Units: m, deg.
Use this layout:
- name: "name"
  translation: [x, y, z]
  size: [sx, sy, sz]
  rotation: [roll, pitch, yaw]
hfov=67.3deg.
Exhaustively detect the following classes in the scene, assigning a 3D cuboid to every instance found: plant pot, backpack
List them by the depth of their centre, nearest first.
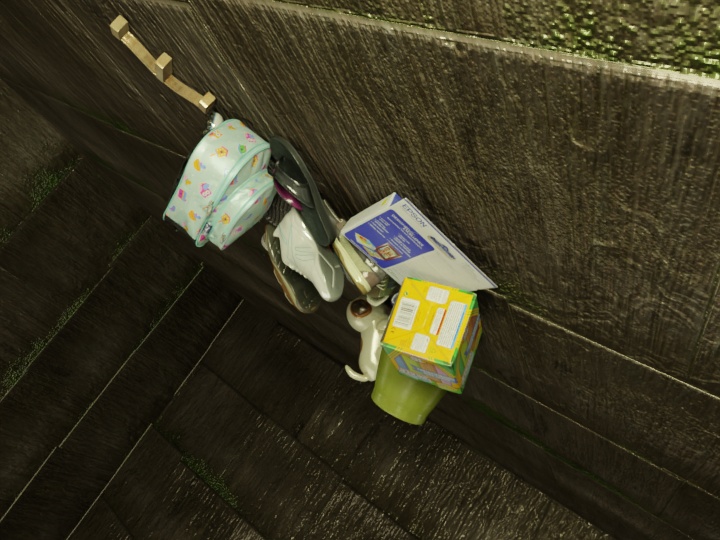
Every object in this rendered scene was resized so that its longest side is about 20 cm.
- name: "backpack"
  translation: [-0.230, -0.150, 0.935]
  size: [0.152, 0.176, 0.201]
  rotation: [33, 126, 4]
- name: "plant pot"
  translation: [0.119, 0.217, 1.171]
  size: [0.198, 0.195, 0.200]
  rotation: [24, -178, -1]

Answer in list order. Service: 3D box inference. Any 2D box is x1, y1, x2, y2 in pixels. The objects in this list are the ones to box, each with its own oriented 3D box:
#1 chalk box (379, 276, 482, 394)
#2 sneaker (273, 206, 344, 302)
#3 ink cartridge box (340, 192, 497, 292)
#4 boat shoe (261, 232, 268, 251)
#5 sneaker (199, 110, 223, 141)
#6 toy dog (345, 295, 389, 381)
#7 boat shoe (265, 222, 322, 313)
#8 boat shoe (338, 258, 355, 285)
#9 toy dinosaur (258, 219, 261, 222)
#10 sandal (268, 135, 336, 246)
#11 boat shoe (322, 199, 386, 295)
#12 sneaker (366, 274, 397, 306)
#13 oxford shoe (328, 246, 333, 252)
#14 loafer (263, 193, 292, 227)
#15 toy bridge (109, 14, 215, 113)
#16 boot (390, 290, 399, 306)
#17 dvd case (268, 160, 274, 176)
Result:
- name: "chalk box"
  translation: [0.128, 0.119, 0.908]
  size: [0.122, 0.126, 0.200]
  rotation: [14, 158, 24]
- name: "sneaker"
  translation: [-0.093, -0.021, 0.976]
  size: [0.070, 0.080, 0.202]
  rotation: [18, -141, -55]
- name: "ink cartridge box"
  translation: [0.091, -0.034, 0.848]
  size: [0.197, 0.047, 0.199]
  rotation: [41, 152, -17]
- name: "boat shoe"
  translation: [-0.156, -0.050, 1.323]
  size: [0.198, 0.072, 0.069]
  rotation: [25, 172, 7]
- name: "sneaker"
  translation: [-0.265, -0.232, 1.025]
  size: [0.071, 0.073, 0.200]
  rotation: [16, 160, -8]
- name: "toy dog"
  translation: [0.036, 0.157, 1.337]
  size: [0.140, 0.192, 0.203]
  rotation: [48, -160, -84]
- name: "boat shoe"
  translation: [-0.148, -0.004, 1.106]
  size: [0.074, 0.075, 0.203]
  rotation: [-6, 106, 60]
- name: "boat shoe"
  translation: [0.001, -0.001, 1.120]
  size: [0.064, 0.075, 0.202]
  rotation: [18, 164, 37]
- name: "toy dinosaur"
  translation: [-0.174, -0.122, 1.215]
  size: [0.100, 0.059, 0.200]
  rotation: [16, 168, 15]
- name: "sandal"
  translation: [-0.104, -0.128, 0.902]
  size: [0.075, 0.048, 0.202]
  rotation: [-6, 114, 61]
- name: "boat shoe"
  translation: [-0.019, -0.051, 0.974]
  size: [0.202, 0.065, 0.072]
  rotation: [60, 176, 24]
- name: "sneaker"
  translation: [0.042, 0.012, 1.024]
  size: [0.067, 0.090, 0.201]
  rotation: [33, 165, 13]
- name: "oxford shoe"
  translation: [-0.092, -0.015, 1.144]
  size: [0.072, 0.072, 0.200]
  rotation: [69, 168, -15]
- name: "loafer"
  translation: [-0.177, -0.144, 1.062]
  size: [0.198, 0.071, 0.074]
  rotation: [25, 120, 11]
- name: "toy bridge"
  translation: [-0.334, -0.342, 0.916]
  size: [0.199, 0.027, 0.067]
  rotation: [40, 166, -12]
- name: "boot"
  translation: [0.138, 0.086, 1.044]
  size: [0.090, 0.074, 0.199]
  rotation: [26, 172, -27]
- name: "dvd case"
  translation: [-0.196, -0.183, 1.115]
  size: [0.199, 0.016, 0.149]
  rotation: [20, 159, 45]
